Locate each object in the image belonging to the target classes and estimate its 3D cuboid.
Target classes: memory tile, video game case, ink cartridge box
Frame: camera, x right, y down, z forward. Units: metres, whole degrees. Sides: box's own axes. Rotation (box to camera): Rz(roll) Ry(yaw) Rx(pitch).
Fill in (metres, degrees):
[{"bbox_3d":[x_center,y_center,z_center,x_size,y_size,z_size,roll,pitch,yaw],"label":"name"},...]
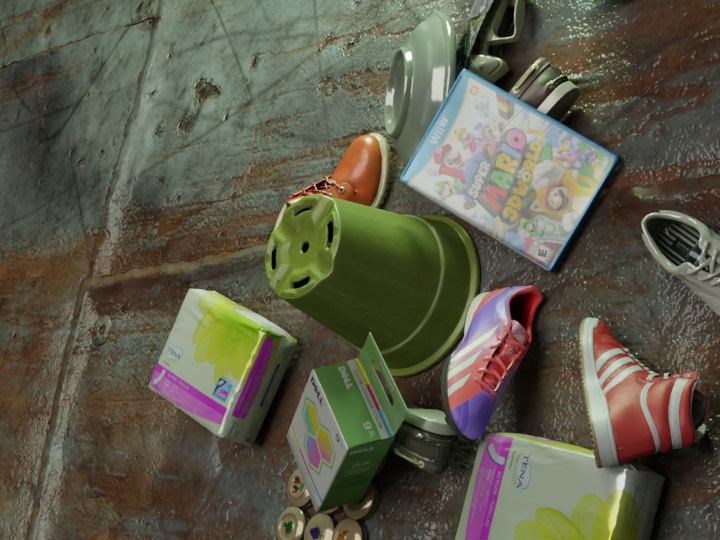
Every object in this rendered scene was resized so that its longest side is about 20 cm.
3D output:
[{"bbox_3d":[-0.042,0.284,1.575,0.153,0.017,0.200,2,74,47],"label":"memory tile"},{"bbox_3d":[0.160,-0.110,1.463,0.200,0.018,0.143,33,99,17],"label":"video game case"},{"bbox_3d":[-0.019,0.168,1.465,0.104,0.059,0.200,65,152,29],"label":"ink cartridge box"}]

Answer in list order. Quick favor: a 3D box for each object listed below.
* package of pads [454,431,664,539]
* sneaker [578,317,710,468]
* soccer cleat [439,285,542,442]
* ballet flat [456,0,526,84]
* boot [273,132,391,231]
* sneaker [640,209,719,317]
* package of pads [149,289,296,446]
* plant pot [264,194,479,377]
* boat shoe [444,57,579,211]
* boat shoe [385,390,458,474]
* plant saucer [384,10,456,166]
[{"bbox_3d":[0.188,0.243,1.308,0.200,0.068,0.155,8,79,48],"label":"package of pads"},{"bbox_3d":[0.268,0.108,1.284,0.112,0.071,0.200,-11,33,10],"label":"sneaker"},{"bbox_3d":[0.137,0.090,1.394,0.073,0.068,0.200,-23,30,36],"label":"soccer cleat"},{"bbox_3d":[0.149,-0.266,1.589,0.072,0.072,0.200,20,89,49],"label":"ballet flat"},{"bbox_3d":[-0.036,-0.089,1.675,0.075,0.107,0.200,24,89,51],"label":"boot"},{"bbox_3d":[0.334,0.005,1.258,0.200,0.071,0.073,36,100,49],"label":"sneaker"},{"bbox_3d":[-0.181,0.118,1.750,0.200,0.068,0.155,23,90,49],"label":"package of pads"},{"bbox_3d":[0.000,0.000,1.529,0.200,0.190,0.200,-22,57,38],"label":"plant pot"},{"bbox_3d":[0.155,-0.151,1.512,0.200,0.072,0.060,-46,72,17],"label":"boat shoe"},{"bbox_3d":[0.037,0.172,1.499,0.202,0.072,0.060,16,98,57],"label":"boat shoe"},{"bbox_3d":[0.064,-0.208,1.590,0.200,0.050,0.200,-174,90,-79],"label":"plant saucer"}]
